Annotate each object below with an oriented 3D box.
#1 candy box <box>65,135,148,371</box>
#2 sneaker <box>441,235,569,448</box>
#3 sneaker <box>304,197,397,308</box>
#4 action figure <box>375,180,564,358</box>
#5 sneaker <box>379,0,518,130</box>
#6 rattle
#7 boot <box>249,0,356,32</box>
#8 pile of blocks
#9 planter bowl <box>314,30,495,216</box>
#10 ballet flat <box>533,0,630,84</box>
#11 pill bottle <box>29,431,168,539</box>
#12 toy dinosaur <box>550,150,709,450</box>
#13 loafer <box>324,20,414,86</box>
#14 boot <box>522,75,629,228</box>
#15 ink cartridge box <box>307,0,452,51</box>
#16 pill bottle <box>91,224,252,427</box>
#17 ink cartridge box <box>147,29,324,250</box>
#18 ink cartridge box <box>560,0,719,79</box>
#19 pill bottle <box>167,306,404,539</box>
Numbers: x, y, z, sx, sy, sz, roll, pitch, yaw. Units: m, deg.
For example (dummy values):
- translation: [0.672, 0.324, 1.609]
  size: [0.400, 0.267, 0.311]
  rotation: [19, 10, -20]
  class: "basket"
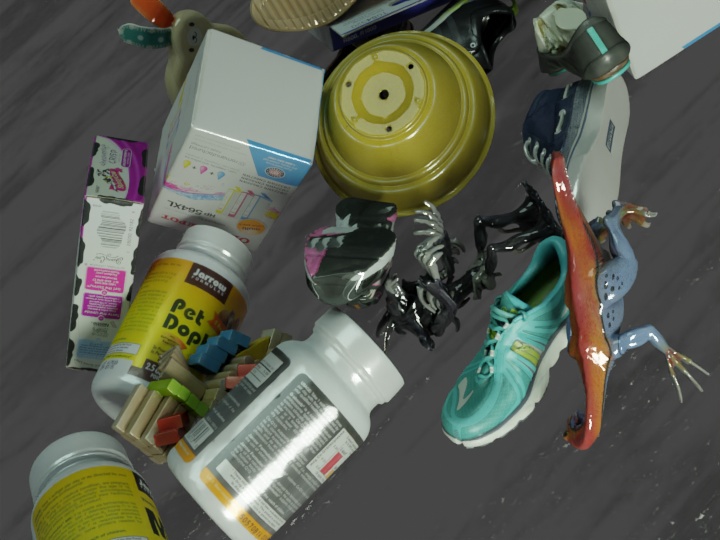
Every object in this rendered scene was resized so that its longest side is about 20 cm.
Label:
- translation: [-0.260, -0.017, 1.255]
  size: [0.060, 0.203, 0.137]
  rotation: [6, 29, -11]
  class: "candy box"
- translation: [0.126, 0.057, 1.037]
  size: [0.077, 0.080, 0.201]
  rotation: [19, 66, 42]
  class: "sneaker"
- translation: [0.000, 0.000, 1.130]
  size: [0.079, 0.088, 0.200]
  rotation: [5, 19, 13]
  class: "sneaker"
- translation: [0.081, -0.008, 1.104]
  size: [0.199, 0.102, 0.119]
  rotation: [-34, 26, 8]
  class: "action figure"
- translation: [0.098, -0.228, 1.311]
  size: [0.082, 0.072, 0.201]
  rotation: [21, 67, 41]
  class: "sneaker"
- translation: [-0.168, -0.236, 1.394]
  size: [0.130, 0.201, 0.143]
  rotation: [-40, 43, -6]
  class: "rattle"
- translation: [-0.035, -0.329, 1.381]
  size: [0.197, 0.073, 0.167]
  rotation: [-24, 17, -1]
  class: "boot"
- translation: [-0.133, 0.098, 1.123]
  size: [0.199, 0.083, 0.062]
  rotation: [-35, 14, -36]
  class: "pile of blocks"
- translation: [0.032, -0.163, 1.229]
  size: [0.197, 0.083, 0.204]
  rotation: [-4, 75, 15]
  class: "planter bowl"
- translation: [0.207, -0.226, 1.181]
  size: [0.068, 0.069, 0.200]
  rotation: [-38, 14, 0]
  class: "ballet flat"
- translation: [-0.227, 0.243, 1.078]
  size: [0.114, 0.115, 0.201]
  rotation: [-35, 43, 0]
  class: "pill bottle"
- translation: [0.176, 0.040, 0.974]
  size: [0.105, 0.198, 0.184]
  rotation: [-17, 47, 59]
  class: "toy dinosaur"
- translation: [-0.005, -0.227, 1.383]
  size: [0.071, 0.063, 0.201]
  rotation: [14, 62, 41]
  class: "loafer"
- translation: [0.193, -0.102, 1.150]
  size: [0.089, 0.073, 0.202]
  rotation: [-11, 40, 34]
  class: "boot"
- translation: [0.035, -0.312, 1.396]
  size: [0.194, 0.044, 0.200]
  rotation: [-24, 33, -9]
  class: "ink cartridge box"
- translation: [-0.178, 0.058, 1.212]
  size: [0.108, 0.110, 0.202]
  rotation: [1, 54, 33]
  class: "pill bottle"
- translation: [-0.135, -0.122, 1.269]
  size: [0.200, 0.127, 0.127]
  rotation: [128, 152, -52]
  class: "ink cartridge box"
- translation: [0.268, -0.319, 1.240]
  size: [0.127, 0.126, 0.201]
  rotation: [-32, 43, 4]
  class: "ink cartridge box"
- translation: [-0.063, 0.135, 1.065]
  size: [0.200, 0.117, 0.116]
  rotation: [-43, 43, -9]
  class: "pill bottle"
